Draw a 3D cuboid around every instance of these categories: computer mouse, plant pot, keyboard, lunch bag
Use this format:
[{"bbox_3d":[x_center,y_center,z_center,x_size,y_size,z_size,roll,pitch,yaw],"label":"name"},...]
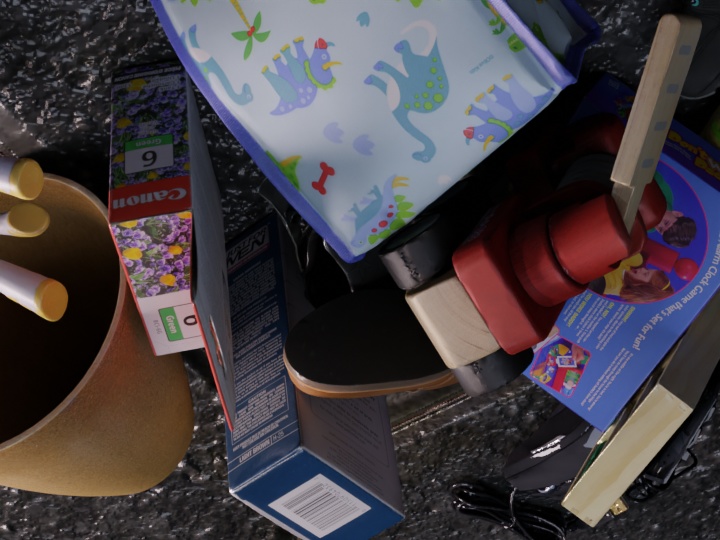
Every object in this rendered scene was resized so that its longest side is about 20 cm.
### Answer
[{"bbox_3d":[0.181,0.170,1.122,0.140,0.046,0.200,29,124,-30],"label":"computer mouse"},{"bbox_3d":[-0.188,0.066,0.893,0.185,0.188,0.200,-20,148,11],"label":"plant pot"},{"bbox_3d":[0.228,0.105,0.948,0.040,0.200,0.104,35,105,9],"label":"keyboard"},{"bbox_3d":[-0.001,-0.138,0.739,0.200,0.128,0.170,46,118,-7],"label":"lunch bag"}]

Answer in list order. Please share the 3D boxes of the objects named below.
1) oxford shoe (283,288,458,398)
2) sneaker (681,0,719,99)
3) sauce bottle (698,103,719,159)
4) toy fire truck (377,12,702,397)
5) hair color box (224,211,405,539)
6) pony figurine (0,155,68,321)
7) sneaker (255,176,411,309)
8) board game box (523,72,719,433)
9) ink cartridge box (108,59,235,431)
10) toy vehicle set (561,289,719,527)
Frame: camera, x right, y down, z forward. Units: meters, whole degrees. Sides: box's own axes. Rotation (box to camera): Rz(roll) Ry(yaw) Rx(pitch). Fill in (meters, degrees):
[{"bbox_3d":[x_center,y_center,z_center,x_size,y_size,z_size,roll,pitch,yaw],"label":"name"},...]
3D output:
[{"bbox_3d":[0.032,0.052,0.852,0.199,0.072,0.071,-10,143,-38],"label":"oxford shoe"},{"bbox_3d":[0.201,-0.190,0.764,0.079,0.076,0.201,14,124,-6],"label":"sneaker"},{"bbox_3d":[0.225,-0.036,0.912,0.064,0.065,0.201,10,131,-18],"label":"sauce bottle"},{"bbox_3d":[0.123,-0.049,0.754,0.199,0.176,0.129,-26,101,32],"label":"toy fire truck"},{"bbox_3d":[-0.035,0.068,0.880,0.060,0.201,0.100,-32,130,22],"label":"hair color box"},{"bbox_3d":[-0.274,-0.048,0.757,0.199,0.168,0.193,12,159,22],"label":"pony figurine"},{"bbox_3d":[0.002,0.001,0.884,0.060,0.104,0.201,21,140,36],"label":"sneaker"},{"bbox_3d":[0.158,-0.006,0.897,0.134,0.045,0.201,36,129,8],"label":"board game box"},{"bbox_3d":[-0.108,-0.015,0.786,0.050,0.201,0.109,-9,135,1],"label":"ink cartridge box"},{"bbox_3d":[0.208,0.074,0.939,0.026,0.200,0.125,36,128,8],"label":"toy vehicle set"}]
